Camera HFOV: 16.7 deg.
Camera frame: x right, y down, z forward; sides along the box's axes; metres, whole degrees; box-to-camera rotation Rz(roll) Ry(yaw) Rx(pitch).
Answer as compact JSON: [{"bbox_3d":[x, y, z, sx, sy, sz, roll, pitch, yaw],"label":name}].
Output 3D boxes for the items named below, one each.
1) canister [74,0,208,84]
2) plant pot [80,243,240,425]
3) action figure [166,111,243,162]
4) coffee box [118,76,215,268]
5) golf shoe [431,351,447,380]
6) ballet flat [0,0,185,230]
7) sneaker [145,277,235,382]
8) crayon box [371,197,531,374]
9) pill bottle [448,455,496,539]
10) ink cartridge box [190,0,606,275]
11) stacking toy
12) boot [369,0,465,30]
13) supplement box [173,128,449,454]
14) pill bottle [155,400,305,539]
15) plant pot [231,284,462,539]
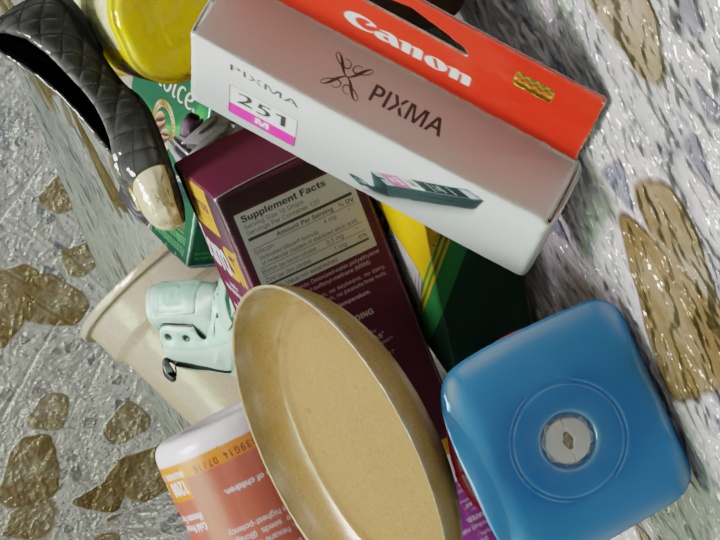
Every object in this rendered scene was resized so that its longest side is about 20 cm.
[{"bbox_3d":[-0.109,-0.176,1.540,0.087,0.148,0.200,66,168,-14],"label":"canister"},{"bbox_3d":[-0.095,0.061,2.005,0.184,0.200,0.201,50,168,6],"label":"plant pot"},{"bbox_3d":[-0.057,-0.096,1.553,0.070,0.130,0.200,63,-178,17],"label":"action figure"},{"bbox_3d":[-0.121,-0.119,1.753,0.123,0.044,0.201,42,129,48],"label":"coffee box"},{"bbox_3d":[0.039,0.063,1.660,0.200,0.078,0.098,136,127,-76],"label":"golf shoe"},{"bbox_3d":[-0.158,-0.089,1.457,0.200,0.057,0.067,53,162,35],"label":"ballet flat"},{"bbox_3d":[-0.099,0.019,1.710,0.201,0.117,0.074,86,-166,-55],"label":"sneaker"},{"bbox_3d":[0.022,-0.062,1.408,0.200,0.058,0.173,55,167,41],"label":"crayon box"},{"bbox_3d":[0.097,0.204,1.542,0.201,0.112,0.112,62,170,10],"label":"pill bottle"},{"bbox_3d":[0.013,-0.082,1.178,0.199,0.044,0.174,29,165,4],"label":"ink cartridge box"},{"bbox_3d":[0.088,0.077,1.312,0.117,0.109,0.200,65,174,-8],"label":"stacking toy"},{"bbox_3d":[-0.005,-0.172,1.264,0.200,0.070,0.147,99,152,-61],"label":"boot"},{"bbox_3d":[-0.024,0.018,1.423,0.201,0.085,0.110,68,170,-18],"label":"supplement box"},{"bbox_3d":[-0.041,0.179,1.545,0.201,0.112,0.112,65,170,-1],"label":"pill bottle"},{"bbox_3d":[-0.004,0.095,1.305,0.200,0.027,0.201,44,149,35],"label":"plant pot"}]
